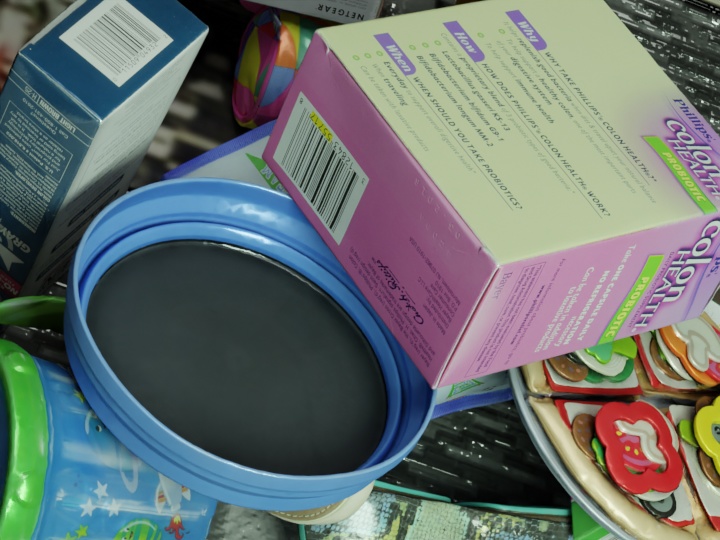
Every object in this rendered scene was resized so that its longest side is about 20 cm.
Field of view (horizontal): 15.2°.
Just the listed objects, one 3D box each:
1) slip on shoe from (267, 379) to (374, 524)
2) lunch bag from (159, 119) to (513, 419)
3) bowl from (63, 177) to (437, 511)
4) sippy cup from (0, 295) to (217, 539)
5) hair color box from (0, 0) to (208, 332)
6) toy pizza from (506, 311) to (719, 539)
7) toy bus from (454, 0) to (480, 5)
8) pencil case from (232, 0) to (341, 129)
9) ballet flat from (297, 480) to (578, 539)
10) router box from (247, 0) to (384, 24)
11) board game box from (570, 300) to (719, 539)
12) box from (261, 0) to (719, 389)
[{"bbox_3d":[-0.074,0.059,1.430,0.200,0.076,0.061,48,14,27],"label":"slip on shoe"},{"bbox_3d":[0.000,0.000,1.526,0.199,0.124,0.171,-12,67,-25],"label":"lunch bag"},{"bbox_3d":[-0.058,0.038,1.377,0.200,0.039,0.201,16,43,-16],"label":"bowl"},{"bbox_3d":[-0.149,0.109,1.381,0.130,0.139,0.179,11,94,-30],"label":"sippy cup"},{"bbox_3d":[-0.160,-0.064,1.446,0.060,0.200,0.100,40,49,6],"label":"hair color box"},{"bbox_3d":[0.163,0.070,1.482,0.199,0.032,0.201,24,46,-27],"label":"toy pizza"},{"bbox_3d":[0.140,-0.114,1.712,0.078,0.065,0.201,-15,64,-33],"label":"toy bus"},{"bbox_3d":[0.019,-0.113,1.643,0.199,0.088,0.089,13,52,-19],"label":"pencil case"},{"bbox_3d":[0.051,0.155,1.480,0.199,0.074,0.075,10,52,-25],"label":"ballet flat"},{"bbox_3d":[-0.094,-0.217,1.633,0.199,0.049,0.180,12,20,-17],"label":"router box"},{"bbox_3d":[0.182,0.093,1.555,0.153,0.040,0.201,31,42,-33],"label":"board game box"},{"bbox_3d":[0.082,-0.050,1.436,0.199,0.097,0.176,-14,54,-37],"label":"box"}]
